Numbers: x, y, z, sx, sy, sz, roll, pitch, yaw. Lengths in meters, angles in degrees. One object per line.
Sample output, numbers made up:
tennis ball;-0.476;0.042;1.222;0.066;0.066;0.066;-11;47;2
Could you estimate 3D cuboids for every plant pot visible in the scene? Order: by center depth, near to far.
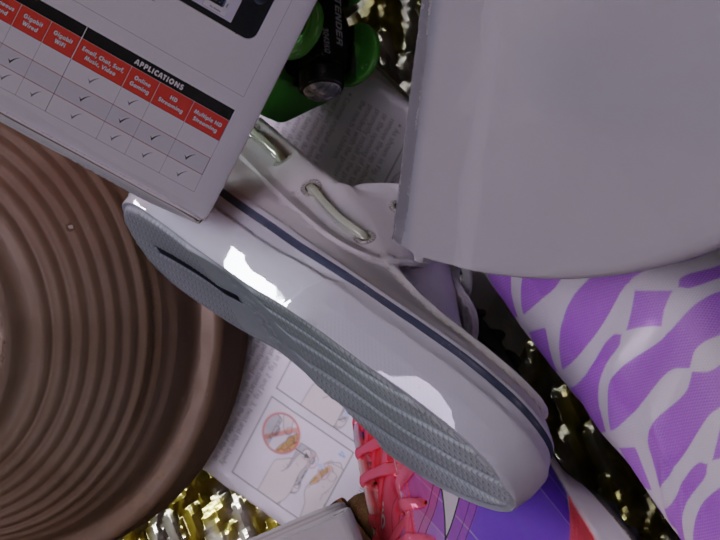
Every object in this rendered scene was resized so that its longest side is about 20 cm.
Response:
plant pot;-0.147;0.014;0.868;0.199;0.093;0.203;4;100;22

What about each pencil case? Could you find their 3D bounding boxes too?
pencil case;0.097;0.026;0.746;0.201;0.083;0.086;59;140;35

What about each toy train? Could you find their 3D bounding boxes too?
toy train;-0.027;-0.145;0.853;0.056;0.042;0.202;-22;60;37

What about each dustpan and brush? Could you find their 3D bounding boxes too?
dustpan and brush;0.118;-0.052;0.678;0.198;0.057;0.141;14;113;15

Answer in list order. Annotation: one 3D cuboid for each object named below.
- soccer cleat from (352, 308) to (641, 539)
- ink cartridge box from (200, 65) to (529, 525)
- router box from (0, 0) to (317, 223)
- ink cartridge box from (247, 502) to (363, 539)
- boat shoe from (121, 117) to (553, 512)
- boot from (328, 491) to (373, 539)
soccer cleat;0.029;0.073;0.776;0.200;0.073;0.069;55;156;39
ink cartridge box;-0.031;-0.005;0.893;0.199;0.057;0.163;31;108;10
router box;-0.093;-0.139;0.730;0.181;0.199;0.049;-62;27;-3
ink cartridge box;-0.010;0.188;0.788;0.083;0.145;0.201;-20;81;-8
boat shoe;0.000;0.000;0.763;0.067;0.074;0.200;-44;48;-13
boot;0.071;0.125;0.809;0.200;0.074;0.076;38;83;32
